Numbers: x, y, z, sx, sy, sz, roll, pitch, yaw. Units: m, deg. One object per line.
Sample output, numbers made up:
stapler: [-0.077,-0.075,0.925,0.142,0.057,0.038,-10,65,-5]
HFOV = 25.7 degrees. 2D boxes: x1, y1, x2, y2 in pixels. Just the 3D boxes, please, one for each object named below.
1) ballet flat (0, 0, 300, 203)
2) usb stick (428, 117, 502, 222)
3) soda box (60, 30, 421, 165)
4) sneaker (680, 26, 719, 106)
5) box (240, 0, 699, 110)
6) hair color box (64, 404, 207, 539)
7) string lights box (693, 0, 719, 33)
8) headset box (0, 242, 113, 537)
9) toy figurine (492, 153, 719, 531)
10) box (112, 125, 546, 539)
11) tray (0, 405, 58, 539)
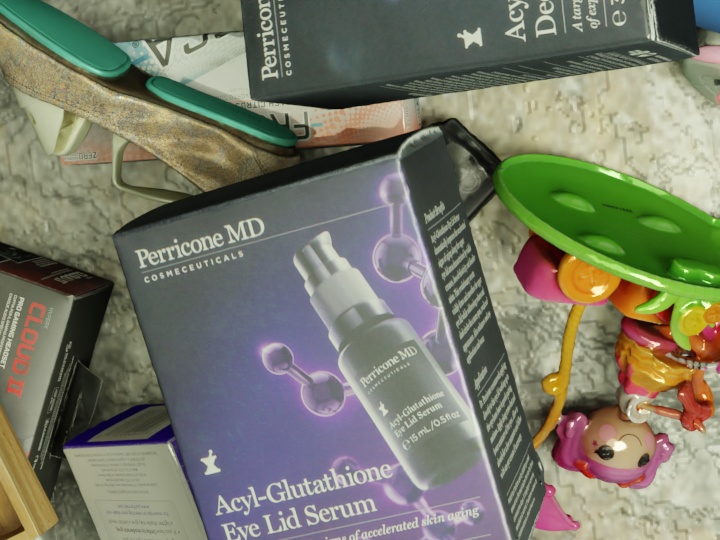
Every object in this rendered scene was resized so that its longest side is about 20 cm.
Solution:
ballet flat: [-0.130,-0.081,0.830,0.199,0.068,0.067,28,108,6]
usb stick: [0.000,0.000,0.897,0.055,0.033,0.200,42,101,-2]
soda box: [-0.068,-0.099,0.881,0.199,0.064,0.069,-4,96,9]
sneaker: [0.269,-0.130,0.831,0.199,0.079,0.096,0,75,8]
box: [0.048,-0.164,0.753,0.199,0.107,0.149,-6,91,23]
hair color box: [-0.079,0.174,0.877,0.109,0.065,0.201,-9,103,49]
string lights box: [0.248,-0.155,0.779,0.199,0.059,0.103,23,67,22]
headset box: [-0.246,0.054,0.921,0.199,0.077,0.150,20,99,7]
toy figurine: [0.135,0.057,0.856,0.199,0.150,0.185,12,114,-18]
box: [-0.010,0.048,0.757,0.147,0.104,0.201,-16,97,16]
tray: [-0.256,0.072,0.868,0.098,0.037,0.201,-26,93,11]
